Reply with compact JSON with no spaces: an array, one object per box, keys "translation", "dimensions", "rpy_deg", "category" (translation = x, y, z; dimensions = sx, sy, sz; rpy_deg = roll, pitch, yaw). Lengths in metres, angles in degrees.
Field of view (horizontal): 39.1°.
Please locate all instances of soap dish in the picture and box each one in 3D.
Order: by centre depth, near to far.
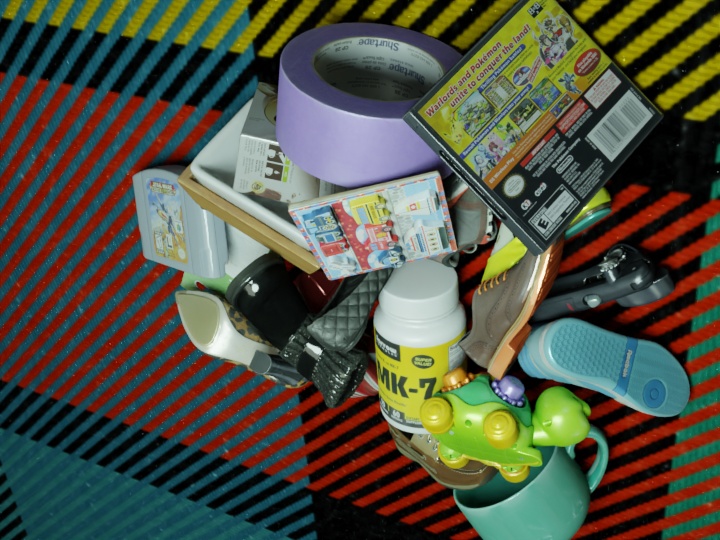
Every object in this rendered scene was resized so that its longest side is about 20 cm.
[{"translation":[-0.090,-0.099,1.194],"dimensions":[0.199,0.158,0.081],"rpy_deg":[32,150,10],"category":"soap dish"}]

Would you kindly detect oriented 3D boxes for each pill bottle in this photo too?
[{"translation":[0.074,0.091,1.244],"dimensions":[0.114,0.114,0.201],"rpy_deg":[13,127,25],"category":"pill bottle"}]

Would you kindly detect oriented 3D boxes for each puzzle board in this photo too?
[{"translation":[0.020,-0.039,1.053],"dimensions":[0.150,0.018,0.200],"rpy_deg":[-12,159,6],"category":"puzzle board"}]

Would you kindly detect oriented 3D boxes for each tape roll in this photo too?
[{"translation":[0.014,-0.171,1.035],"dimensions":[0.199,0.200,0.085],"rpy_deg":[22,131,18],"category":"tape roll"}]

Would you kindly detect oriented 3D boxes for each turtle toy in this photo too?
[{"translation":[0.164,0.172,1.169],"dimensions":[0.199,0.102,0.146],"rpy_deg":[8,152,22],"category":"turtle toy"}]

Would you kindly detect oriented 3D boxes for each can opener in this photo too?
[{"translation":[0.243,0.026,1.121],"dimensions":[0.199,0.063,0.079],"rpy_deg":[-19,110,40],"category":"can opener"}]

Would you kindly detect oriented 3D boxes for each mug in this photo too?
[{"translation":[0.220,0.280,1.256],"dimensions":[0.184,0.152,0.115],"rpy_deg":[-22,111,41],"category":"mug"}]

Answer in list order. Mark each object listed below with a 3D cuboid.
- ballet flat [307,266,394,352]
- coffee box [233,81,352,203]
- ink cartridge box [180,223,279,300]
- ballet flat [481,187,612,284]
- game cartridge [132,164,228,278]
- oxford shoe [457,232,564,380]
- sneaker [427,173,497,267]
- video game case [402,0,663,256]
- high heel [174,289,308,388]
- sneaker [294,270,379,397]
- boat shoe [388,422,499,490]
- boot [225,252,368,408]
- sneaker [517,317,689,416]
[{"translation":[0.000,0.000,1.173],"dimensions":[0.057,0.201,0.066],"rpy_deg":[35,153,-25],"category":"ballet flat"},{"translation":[-0.029,-0.127,1.111],"dimensions":[0.199,0.113,0.080],"rpy_deg":[12,130,-1],"category":"coffee box"},{"translation":[-0.164,-0.030,1.349],"dimensions":[0.104,0.059,0.200],"rpy_deg":[34,134,8],"category":"ink cartridge box"},{"translation":[0.192,-0.042,1.115],"dimensions":[0.200,0.067,0.067],"rpy_deg":[-43,72,41],"category":"ballet flat"},{"translation":[-0.240,-0.070,1.326],"dimensions":[0.199,0.041,0.134],"rpy_deg":[14,118,51],"category":"game cartridge"},{"translation":[0.158,0.027,1.087],"dimensions":[0.073,0.071,0.201],"rpy_deg":[30,123,16],"category":"oxford shoe"},{"translation":[0.126,-0.073,1.134],"dimensions":[0.082,0.077,0.200],"rpy_deg":[27,141,-9],"category":"sneaker"},{"translation":[0.168,-0.146,0.962],"dimensions":[0.181,0.200,0.025],"rpy_deg":[45,161,-4],"category":"video game case"},{"translation":[-0.156,0.093,1.368],"dimensions":[0.200,0.142,0.072],"rpy_deg":[35,94,28],"category":"high heel"},{"translation":[-0.046,0.098,1.353],"dimensions":[0.115,0.078,0.200],"rpy_deg":[-27,103,41],"category":"sneaker"},{"translation":[0.096,0.220,1.304],"dimensions":[0.200,0.076,0.074],"rpy_deg":[13,143,55],"category":"boat shoe"},{"translation":[-0.069,0.074,1.207],"dimensions":[0.158,0.079,0.211],"rpy_deg":[43,171,21],"category":"boot"},{"translation":[0.270,0.107,1.164],"dimensions":[0.199,0.080,0.130],"rpy_deg":[26,169,-16],"category":"sneaker"}]
